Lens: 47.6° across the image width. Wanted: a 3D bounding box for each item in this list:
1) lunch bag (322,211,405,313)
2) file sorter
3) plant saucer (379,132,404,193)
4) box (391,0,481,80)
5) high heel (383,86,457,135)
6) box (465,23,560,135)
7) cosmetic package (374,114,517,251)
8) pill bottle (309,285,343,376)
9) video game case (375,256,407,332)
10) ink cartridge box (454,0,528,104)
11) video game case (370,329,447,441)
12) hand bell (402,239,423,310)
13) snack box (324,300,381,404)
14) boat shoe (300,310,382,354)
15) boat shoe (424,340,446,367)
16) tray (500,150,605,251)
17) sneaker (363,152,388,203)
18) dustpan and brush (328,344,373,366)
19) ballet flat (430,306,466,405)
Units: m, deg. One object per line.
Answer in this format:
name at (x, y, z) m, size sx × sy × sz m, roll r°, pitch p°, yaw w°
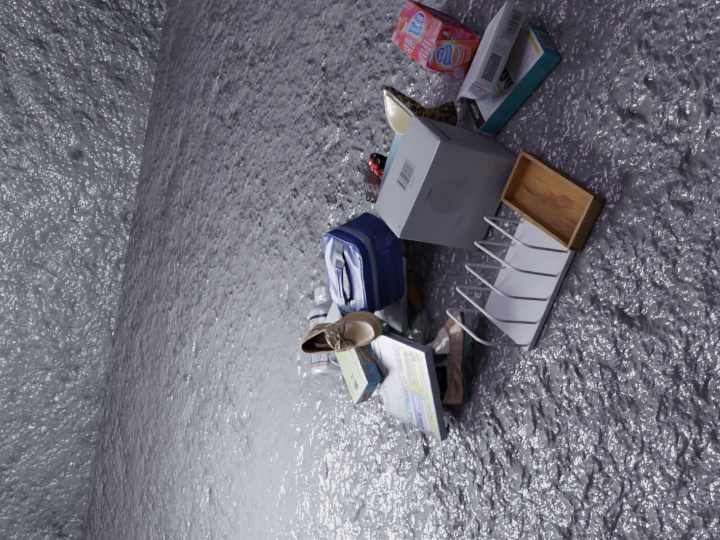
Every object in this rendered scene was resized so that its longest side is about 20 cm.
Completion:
lunch bag at (0.000, 0.000, 1.671) m, size 0.135 × 0.131 × 0.203 m, roll 26°, pitch 132°, yaw 45°
file sorter at (0.260, 0.019, 1.453) m, size 0.139 × 0.123 × 0.203 m, roll 42°, pitch 119°, yaw 49°
plant saucer at (0.086, -0.242, 1.698) m, size 0.201 × 0.038 × 0.204 m, roll -164°, pitch 89°, yaw -84°
box at (0.153, -0.480, 1.689) m, size 0.097 × 0.098 × 0.201 m, roll -67°, pitch 29°, yaw 23°
high heel at (0.117, -0.324, 1.588) m, size 0.071 × 0.200 × 0.144 m, roll -3°, pitch 54°, yaw 42°
box at (0.284, -0.357, 1.541) m, size 0.200 × 0.048 × 0.083 m, roll -49°, pitch 46°, yaw 40°
cosmetic package at (0.163, -0.163, 1.557) m, size 0.123 × 0.197 × 0.202 m, roll 54°, pitch 127°, yaw 49°
pill bottle at (-0.065, 0.142, 1.923) m, size 0.110 × 0.110 × 0.204 m, roll -20°, pitch 68°, yaw 52°
video game case at (0.030, 0.016, 1.788) m, size 0.199 × 0.023 × 0.185 m, roll 32°, pitch 137°, yaw 42°
ink cartridge box at (0.244, -0.399, 1.550) m, size 0.200 × 0.049 × 0.164 m, roll 144°, pitch 149°, yaw -88°
video game case at (0.094, 0.223, 1.629) m, size 0.181 × 0.022 × 0.203 m, roll 18°, pitch 126°, yaw 52°
hand bell at (0.088, -0.005, 1.765) m, size 0.104 × 0.103 × 0.203 m, roll -41°, pitch 65°, yaw 44°
snack box at (-0.019, 0.169, 1.743) m, size 0.117 × 0.037 × 0.202 m, roll 115°, pitch 137°, yaw -57°
boat shoe at (-0.040, 0.136, 1.650) m, size 0.198 × 0.064 × 0.072 m, roll -20°, pitch 101°, yaw 41°
boat shoe at (0.120, 0.194, 1.675) m, size 0.199 × 0.072 × 0.063 m, roll -31°, pitch 82°, yaw 44°
tray at (0.335, -0.126, 1.442) m, size 0.200 × 0.037 × 0.100 m, roll 46°, pitch 122°, yaw 47°
sneaker at (0.059, -0.174, 1.825) m, size 0.099 × 0.070 × 0.202 m, roll -61°, pitch 38°, yaw 29°
dustpan and brush at (0.033, 0.179, 1.802) m, size 0.198 × 0.057 × 0.141 m, roll 30°, pitch 84°, yaw 19°
ballet flat at (0.168, 0.168, 1.562) m, size 0.068 × 0.066 × 0.204 m, roll -116°, pitch 22°, yaw -73°
